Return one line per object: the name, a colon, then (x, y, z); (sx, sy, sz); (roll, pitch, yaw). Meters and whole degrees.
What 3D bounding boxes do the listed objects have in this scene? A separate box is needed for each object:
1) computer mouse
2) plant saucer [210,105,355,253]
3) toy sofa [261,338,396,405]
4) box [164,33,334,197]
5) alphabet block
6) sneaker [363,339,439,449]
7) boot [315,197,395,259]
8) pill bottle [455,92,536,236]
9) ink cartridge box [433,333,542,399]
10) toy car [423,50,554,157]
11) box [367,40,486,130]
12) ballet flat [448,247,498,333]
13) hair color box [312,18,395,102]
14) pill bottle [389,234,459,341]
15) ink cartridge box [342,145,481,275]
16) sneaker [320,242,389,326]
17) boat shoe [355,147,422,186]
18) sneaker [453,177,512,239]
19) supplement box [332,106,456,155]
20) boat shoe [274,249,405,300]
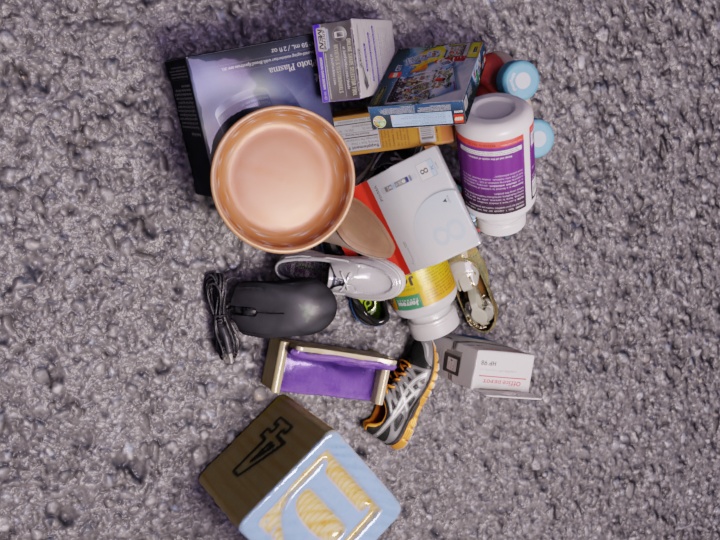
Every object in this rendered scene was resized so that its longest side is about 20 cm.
computer mouse: (-0.135, 0.064, 1.332); (0.200, 0.053, 0.139); (-7, 99, 11)
plant saucer: (-0.107, -0.124, 1.234); (0.200, 0.037, 0.201); (-2, 96, -16)
toy sofa: (-0.047, 0.161, 1.423); (0.200, 0.098, 0.083); (11, 93, -28)
box: (-0.151, -0.223, 1.298); (0.200, 0.123, 0.199); (-18, 107, -22)
alphabet block: (-0.094, 0.339, 1.371); (0.196, 0.200, 0.195); (-43, 113, -15)
sneaker: (0.069, 0.197, 1.501); (0.077, 0.078, 0.200); (21, 87, -18)
boot: (-0.061, -0.066, 1.350); (0.200, 0.146, 0.070); (39, 59, -15)
pill bottle: (0.202, -0.153, 1.334); (0.112, 0.112, 0.200); (-27, 131, -20)
ink cartridge box: (0.204, 0.155, 1.488); (0.116, 0.200, 0.067); (7, 94, -27)
toy car: (0.169, -0.237, 1.431); (0.200, 0.184, 0.177); (-22, 108, -8)
box: (0.102, -0.273, 1.317); (0.200, 0.136, 0.038); (-67, 150, -49)
ballet flat: (0.185, 0.027, 1.511); (0.071, 0.071, 0.200); (-38, 126, -16)
hair color box: (-0.003, -0.310, 1.323); (0.065, 0.200, 0.110); (-4, 103, 18)
pill bottle: (0.090, 0.007, 1.458); (0.113, 0.113, 0.200); (-28, 110, -20)
ink cartridge box: (0.059, -0.073, 1.350); (0.200, 0.047, 0.160); (-25, 94, 9)
sneaker: (0.000, 0.001, 1.428); (0.071, 0.083, 0.200); (-29, 109, -20)
boat shoe: (0.046, -0.161, 1.434); (0.072, 0.068, 0.200); (45, 78, -25)
sneaker: (0.169, -0.094, 1.515); (0.200, 0.079, 0.096); (28, 102, -23)
supplement box: (0.049, -0.219, 1.367); (0.200, 0.067, 0.069); (-3, 107, 17)
boat shoe: (-0.034, 0.006, 1.358); (0.200, 0.069, 0.072); (16, 109, 15)
